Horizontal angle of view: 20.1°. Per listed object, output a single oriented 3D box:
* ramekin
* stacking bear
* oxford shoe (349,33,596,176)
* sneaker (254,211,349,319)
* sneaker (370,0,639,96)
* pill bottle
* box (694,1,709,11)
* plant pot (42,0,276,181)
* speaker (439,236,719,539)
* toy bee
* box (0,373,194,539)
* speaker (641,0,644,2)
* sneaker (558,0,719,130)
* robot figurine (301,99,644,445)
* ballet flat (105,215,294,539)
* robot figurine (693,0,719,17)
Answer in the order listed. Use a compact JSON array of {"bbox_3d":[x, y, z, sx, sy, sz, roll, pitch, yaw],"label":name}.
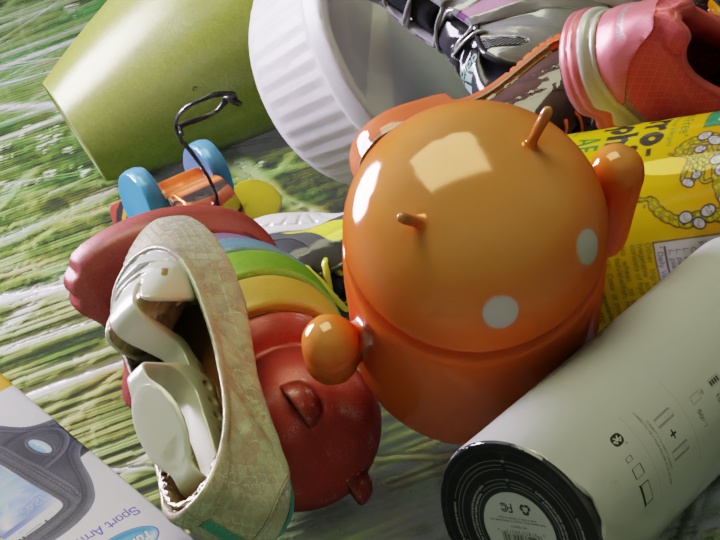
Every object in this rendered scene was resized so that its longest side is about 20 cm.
[{"bbox_3d":[0.012,-0.147,1.374,0.094,0.203,0.202,-21,11,40],"label":"ramekin"},{"bbox_3d":[-0.054,0.051,1.004,0.113,0.122,0.200,-30,31,-10],"label":"stacking bear"},{"bbox_3d":[0.097,-0.071,1.096,0.199,0.071,0.073,-24,38,-2],"label":"oxford shoe"},{"bbox_3d":[0.000,0.000,1.168,0.199,0.075,0.085,-17,22,28],"label":"sneaker"},{"bbox_3d":[0.063,-0.141,1.232,0.199,0.078,0.141,10,56,11],"label":"sneaker"},{"bbox_3d":[0.171,-0.021,0.993,0.199,0.113,0.113,-7,21,25],"label":"pill bottle"},{"bbox_3d":[0.259,-0.200,1.347,0.199,0.039,0.137,4,31,-30],"label":"box"},{"bbox_3d":[-0.143,-0.162,1.610,0.199,0.188,0.187,-34,21,-6],"label":"plant pot"},{"bbox_3d":[0.122,0.059,0.858,0.081,0.082,0.200,1,26,41],"label":"speaker"},{"bbox_3d":[-0.110,-0.025,1.301,0.130,0.109,0.200,-26,-6,-4],"label":"toy bee"},{"bbox_3d":[-0.160,0.124,0.904,0.119,0.042,0.200,-28,37,-29],"label":"box"},{"bbox_3d":[0.209,-0.132,1.325,0.088,0.089,0.200,-10,20,19],"label":"speaker"},{"bbox_3d":[0.194,-0.076,1.051,0.087,0.200,0.074,-17,52,48],"label":"sneaker"},{"bbox_3d":[0.048,0.004,0.887,0.143,0.200,0.117,4,63,5],"label":"robot figurine"},{"bbox_3d":[-0.081,0.039,0.914,0.067,0.062,0.201,-46,45,21],"label":"ballet flat"},{"bbox_3d":[0.294,-0.142,1.223,0.199,0.058,0.146,-12,58,-14],"label":"robot figurine"}]
